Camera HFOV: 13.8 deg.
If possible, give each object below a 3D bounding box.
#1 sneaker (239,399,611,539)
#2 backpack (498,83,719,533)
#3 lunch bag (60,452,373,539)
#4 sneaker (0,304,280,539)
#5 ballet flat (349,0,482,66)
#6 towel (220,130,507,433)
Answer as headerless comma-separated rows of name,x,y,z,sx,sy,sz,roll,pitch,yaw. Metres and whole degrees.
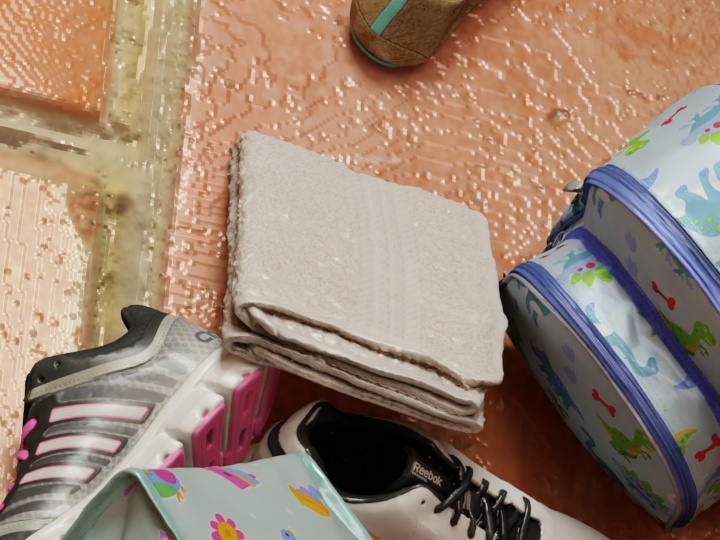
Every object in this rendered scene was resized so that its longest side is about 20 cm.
sneaker,0.039,0.117,1.349,0.199,0.080,0.074,18,54,-14
backpack,0.159,0.024,1.380,0.147,0.200,0.183,-34,79,-14
lunch bag,-0.037,0.184,1.216,0.200,0.122,0.170,55,21,15
sneaker,-0.127,0.088,1.302,0.087,0.074,0.200,34,64,25
ballet flat,0.063,-0.184,1.539,0.068,0.072,0.200,39,54,4
towel,0.000,0.000,1.376,0.132,0.035,0.200,20,25,-12
